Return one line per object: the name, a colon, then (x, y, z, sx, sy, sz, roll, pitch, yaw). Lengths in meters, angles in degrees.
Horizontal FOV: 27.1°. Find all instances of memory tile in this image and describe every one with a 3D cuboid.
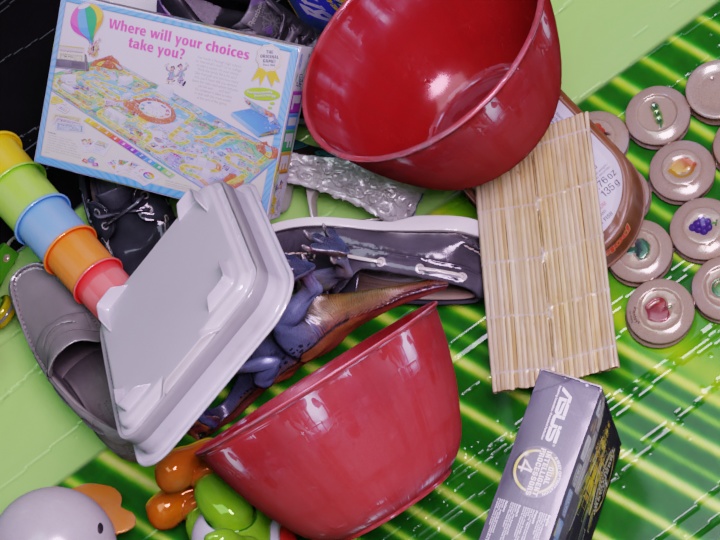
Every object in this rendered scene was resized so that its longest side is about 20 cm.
memory tile: (0.246, -0.052, 1.109, 0.153, 0.017, 0.201, -20, 65, 9)

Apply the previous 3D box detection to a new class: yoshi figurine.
yoshi figurine: (-0.092, 0.228, 1.062, 0.112, 0.112, 0.200, -46, 65, 14)

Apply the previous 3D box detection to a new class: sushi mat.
sushi mat: (0.131, -0.013, 1.081, 0.095, 0.012, 0.201, -12, 68, 22)

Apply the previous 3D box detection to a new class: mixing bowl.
mixing bowl: (0.069, -0.134, 1.075, 0.199, 0.108, 0.201, -23, 46, 27)
mixing bowl: (-0.005, 0.119, 1.041, 0.200, 0.200, 0.109, -32, 89, 3)

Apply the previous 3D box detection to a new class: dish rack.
dish rack: (-0.127, 0.024, 1.046, 0.172, 0.043, 0.200, -49, 29, 11)

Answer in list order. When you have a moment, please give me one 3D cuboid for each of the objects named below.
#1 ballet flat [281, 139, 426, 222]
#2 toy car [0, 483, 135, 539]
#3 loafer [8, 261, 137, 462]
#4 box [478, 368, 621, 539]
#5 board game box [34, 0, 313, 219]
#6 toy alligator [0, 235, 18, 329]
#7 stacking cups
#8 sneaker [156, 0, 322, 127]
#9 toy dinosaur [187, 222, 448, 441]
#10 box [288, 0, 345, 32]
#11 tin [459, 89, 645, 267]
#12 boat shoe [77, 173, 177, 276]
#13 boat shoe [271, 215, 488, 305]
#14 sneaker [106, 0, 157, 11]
ballet flat: (-0.044, -0.071, 1.180, 0.199, 0.072, 0.072, 13, 74, 22)
toy car: (-0.221, 0.229, 1.086, 0.176, 0.185, 0.200, 14, 46, 21)
loafer: (-0.219, 0.064, 1.175, 0.070, 0.070, 0.200, -41, 65, -4)
box: (0.115, 0.181, 0.979, 0.049, 0.161, 0.201, 16, 74, 22)
board game box: (-0.146, -0.127, 1.151, 0.199, 0.034, 0.135, 15, 101, 14)
toy alligator: (-0.319, 0.018, 1.237, 0.054, 0.059, 0.201, -18, 41, 46)
stacking cups: (-0.244, -0.028, 1.202, 0.060, 0.061, 0.200, -44, 68, -3)
sneaker: (-0.072, -0.176, 1.185, 0.199, 0.088, 0.076, 22, 76, -2)
toy dinosaur: (-0.061, 0.064, 1.096, 0.199, 0.182, 0.105, 22, 34, 10)
box: (-0.034, -0.259, 1.171, 0.064, 0.200, 0.070, 17, 75, 23)
tin: (0.131, -0.082, 1.133, 0.112, 0.042, 0.200, -41, 60, 3)
boat shoe: (-0.194, -0.061, 1.218, 0.074, 0.066, 0.200, -17, 66, 9)
boat shoe: (0.000, 0.000, 1.136, 0.199, 0.074, 0.061, -1, 64, 8)
sneaker: (-0.193, -0.207, 1.271, 0.199, 0.074, 0.116, 18, 73, 21)
